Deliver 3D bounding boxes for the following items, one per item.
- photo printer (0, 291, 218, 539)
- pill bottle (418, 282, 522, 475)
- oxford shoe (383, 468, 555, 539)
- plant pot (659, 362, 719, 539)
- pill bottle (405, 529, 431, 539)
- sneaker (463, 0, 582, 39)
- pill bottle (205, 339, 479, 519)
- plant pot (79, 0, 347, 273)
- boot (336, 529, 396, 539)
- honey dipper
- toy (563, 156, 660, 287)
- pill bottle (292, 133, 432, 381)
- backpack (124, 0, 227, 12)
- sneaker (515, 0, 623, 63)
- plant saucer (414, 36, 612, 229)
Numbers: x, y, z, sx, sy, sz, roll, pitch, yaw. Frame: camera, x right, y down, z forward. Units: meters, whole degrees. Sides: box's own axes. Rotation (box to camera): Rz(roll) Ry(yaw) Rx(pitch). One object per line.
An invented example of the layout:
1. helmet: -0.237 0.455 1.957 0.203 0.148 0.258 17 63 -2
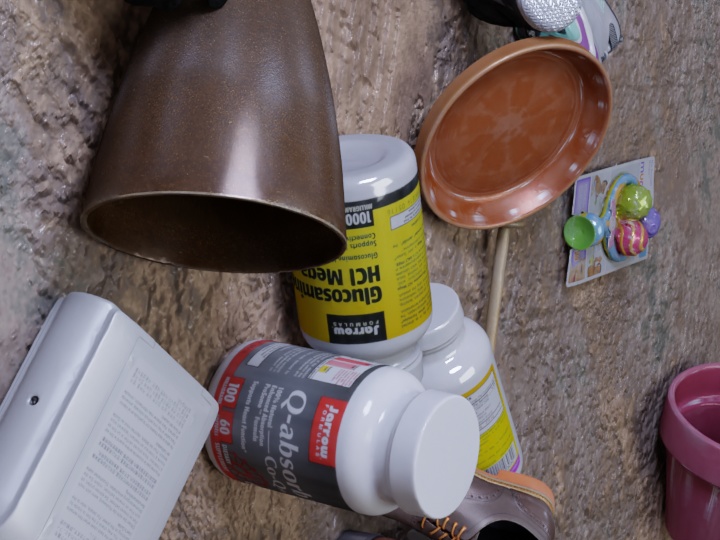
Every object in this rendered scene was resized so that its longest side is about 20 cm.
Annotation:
1. photo printer: -0.194 0.140 1.313 0.166 0.069 0.201 49 59 -49
2. pill bottle: 0.076 0.111 1.672 0.104 0.104 0.201 -50 135 -37
3. oxford shoe: 0.076 0.207 1.631 0.073 0.198 0.072 -90 -169 -53
4. plant pot: 0.434 0.234 2.171 0.200 0.199 0.180 -31 139 -48
5. pill bottle: 0.076 0.343 1.724 0.111 0.110 0.202 -11 107 -54
6. sneaker: 0.110 -0.287 1.650 0.075 0.114 0.201 -35 93 -16
7. pill bottle: -0.015 0.125 1.456 0.116 0.199 0.117 -18 112 -52
8. plant pot: -0.094 -0.120 1.321 0.187 0.186 0.202 26 63 -55
9. boot: 0.038 0.319 1.583 0.189 0.199 0.069 -55 139 -32
10. honey dipper: 0.129 0.009 1.791 0.038 0.038 0.202 -6 107 -55
11. toy: 0.281 -0.051 1.982 0.199 0.047 0.116 -14 112 -53
12. pill bottle: 0.000 0.000 1.524 0.112 0.112 0.201 -35 125 -46
13. backpack: -0.121 -0.295 1.262 0.201 0.126 0.167 -58 151 -31
14. sneaker: 0.217 -0.197 1.824 0.140 0.077 0.202 -30 123 -48
15. plant saucer: 0.135 -0.125 1.686 0.199 0.032 0.201 -20 137 -19
